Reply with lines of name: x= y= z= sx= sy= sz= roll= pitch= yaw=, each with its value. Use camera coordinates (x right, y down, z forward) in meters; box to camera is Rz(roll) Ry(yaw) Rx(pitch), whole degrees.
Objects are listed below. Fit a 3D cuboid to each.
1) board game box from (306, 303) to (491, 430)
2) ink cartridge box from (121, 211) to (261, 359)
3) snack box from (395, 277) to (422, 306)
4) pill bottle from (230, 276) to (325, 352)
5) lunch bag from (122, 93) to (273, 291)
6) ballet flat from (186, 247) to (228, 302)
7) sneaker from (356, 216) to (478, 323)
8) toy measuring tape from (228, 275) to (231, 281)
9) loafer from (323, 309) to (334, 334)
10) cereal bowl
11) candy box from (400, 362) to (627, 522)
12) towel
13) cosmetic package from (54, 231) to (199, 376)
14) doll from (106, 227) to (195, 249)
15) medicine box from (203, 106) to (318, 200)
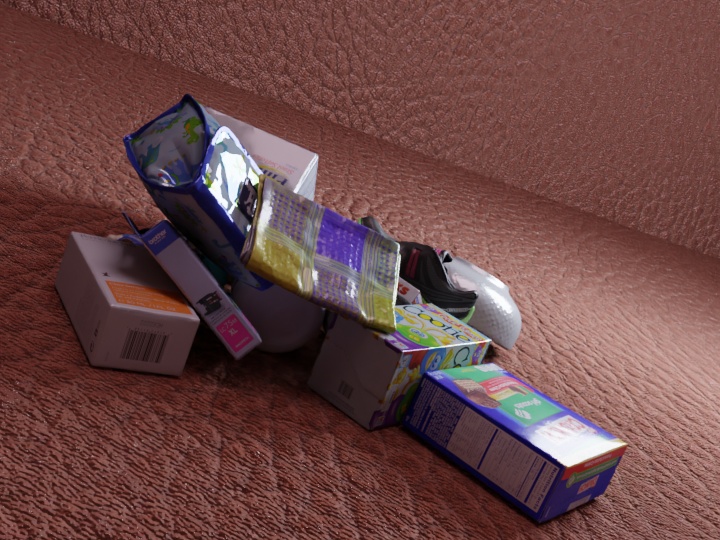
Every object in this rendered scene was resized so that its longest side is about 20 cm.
board game box: x=0.050 y=0.109 z=1.202 sx=0.105 sy=0.103 sz=0.200 roll=31 pitch=18 yaw=31
ink cartridge box: x=-0.186 y=0.007 z=1.116 sx=0.200 sy=0.042 sz=0.119 roll=50 pitch=-6 yaw=-6
snack box: x=0.000 y=0.000 z=1.332 sx=0.200 sy=0.024 sz=0.072 roll=35 pitch=-18 yaw=26
pill bottle: x=-0.107 y=0.016 z=1.283 sx=0.116 sy=0.116 sz=0.200 roll=18 pitch=16 yaw=-12
lunch bag: x=-0.169 y=-0.084 z=1.160 sx=0.170 sy=0.127 sz=0.200 roll=54 pitch=2 yaw=-38
ballet flat: x=-0.215 y=0.002 z=1.277 sx=0.072 sy=0.072 sz=0.200 roll=21 pitch=6 yaw=-1
sneaker: x=0.076 y=-0.007 z=1.350 sx=0.200 sy=0.084 sz=0.077 roll=42 pitch=9 yaw=4
toy measuring tape: x=-0.197 y=-0.041 z=1.391 sx=0.200 sy=0.074 sz=0.074 roll=41 pitch=6 yaw=-26
loafer: x=-0.023 y=0.044 z=1.277 sx=0.070 sy=0.070 sz=0.200 roll=-22 pitch=-5 yaw=-7
cereal bowl: x=0.164 y=0.037 z=1.543 sx=0.200 sy=0.083 sz=0.200 roll=31 pitch=-1 yaw=0
candy box: x=0.177 y=0.188 z=1.154 sx=0.200 sy=0.077 sz=0.169 roll=32 pitch=18 yaw=31
towel: x=-0.039 y=-0.018 z=1.128 sx=0.200 sy=0.023 sz=0.144 roll=28 pitch=43 yaw=-19
cosmetic package: x=-0.259 y=0.033 z=1.102 sx=0.101 sy=0.071 sz=0.200 roll=11 pitch=18 yaw=-33
doll: x=-0.279 y=-0.033 z=1.335 sx=0.136 sy=0.049 sz=0.200 roll=2 pitch=8 yaw=19
medicine box: x=-0.167 y=-0.107 z=1.449 sx=0.182 sy=0.200 sz=0.103 roll=24 pitch=57 yaw=8
